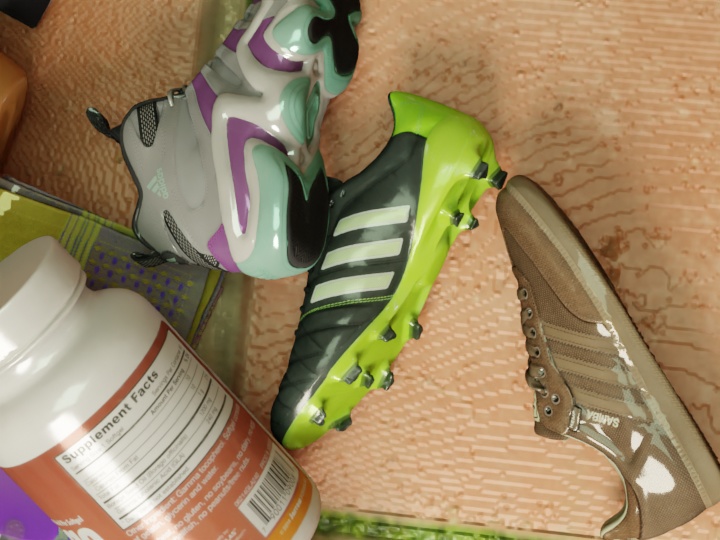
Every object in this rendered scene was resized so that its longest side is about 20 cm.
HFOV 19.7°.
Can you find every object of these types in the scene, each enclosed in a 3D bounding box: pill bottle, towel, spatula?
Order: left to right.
[{"bbox_3d":[-0.197,0.174,1.075,0.056,0.021,0.201,21,84,-30],"label":"spatula"},{"bbox_3d":[-0.168,0.061,1.108,0.143,0.023,0.201,24,88,-21],"label":"towel"},{"bbox_3d":[-0.121,0.083,1.056,0.112,0.112,0.200,-40,108,5],"label":"pill bottle"}]

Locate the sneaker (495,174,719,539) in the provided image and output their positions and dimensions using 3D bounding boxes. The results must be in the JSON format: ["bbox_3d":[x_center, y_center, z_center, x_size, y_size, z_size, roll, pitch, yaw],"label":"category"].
[{"bbox_3d":[0.112,0.048,1.080,0.075,0.070,0.201,-32,84,7],"label":"sneaker"}]

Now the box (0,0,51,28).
[{"bbox_3d":[-0.227,-0.217,1.068,0.148,0.200,0.105,29,91,9],"label":"box"}]

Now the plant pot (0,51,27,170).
[{"bbox_3d":[-0.263,-0.068,1.079,0.139,0.200,0.201,24,92,-4],"label":"plant pot"}]

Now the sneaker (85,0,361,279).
[{"bbox_3d":[-0.081,-0.094,1.105,0.139,0.078,0.201,0,66,23],"label":"sneaker"}]

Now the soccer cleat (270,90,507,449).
[{"bbox_3d":[0.000,0.000,1.106,0.081,0.067,0.201,31,91,24],"label":"soccer cleat"}]
